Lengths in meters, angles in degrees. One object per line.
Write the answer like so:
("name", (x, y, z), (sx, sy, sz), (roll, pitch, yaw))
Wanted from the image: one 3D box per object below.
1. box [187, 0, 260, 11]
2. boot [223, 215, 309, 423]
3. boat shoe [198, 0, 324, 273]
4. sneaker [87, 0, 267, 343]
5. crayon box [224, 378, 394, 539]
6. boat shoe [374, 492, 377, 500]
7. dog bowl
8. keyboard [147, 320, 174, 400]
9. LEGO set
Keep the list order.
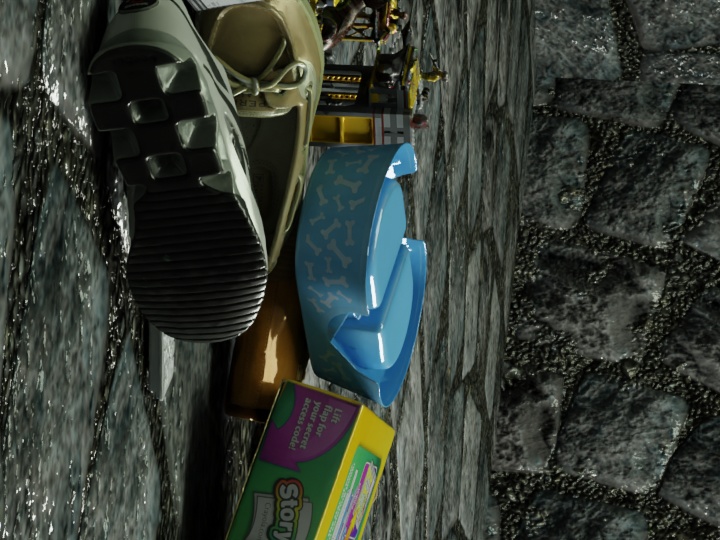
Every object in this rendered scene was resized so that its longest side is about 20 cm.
("box", (-0.085, -0.224, 1.403), (0.200, 0.044, 0.160), (49, 34, -80))
("boot", (-0.049, 0.026, 1.864), (0.201, 0.071, 0.144), (3, 96, -80))
("boat shoe", (-0.061, -0.083, 1.673), (0.063, 0.073, 0.201), (-86, -178, -46))
("sneaker", (-0.085, -0.056, 1.463), (0.089, 0.074, 0.200), (-84, 170, -51))
("crayon box", (-0.045, 0.175, 1.777), (0.173, 0.058, 0.200), (47, 62, -78))
("boat shoe", (-0.030, 0.138, 2.029), (0.200, 0.063, 0.073), (37, 58, -81))
("dog bowl", (0.000, 0.000, 1.789), (0.200, 0.050, 0.112), (83, 22, -55))
("keyboard", (-0.104, -0.033, 1.578), (0.056, 0.011, 0.200), (-57, 150, -75))
("LEGO set", (0.003, -0.169, 1.933), (0.200, 0.116, 0.154), (-74, 166, -61))
